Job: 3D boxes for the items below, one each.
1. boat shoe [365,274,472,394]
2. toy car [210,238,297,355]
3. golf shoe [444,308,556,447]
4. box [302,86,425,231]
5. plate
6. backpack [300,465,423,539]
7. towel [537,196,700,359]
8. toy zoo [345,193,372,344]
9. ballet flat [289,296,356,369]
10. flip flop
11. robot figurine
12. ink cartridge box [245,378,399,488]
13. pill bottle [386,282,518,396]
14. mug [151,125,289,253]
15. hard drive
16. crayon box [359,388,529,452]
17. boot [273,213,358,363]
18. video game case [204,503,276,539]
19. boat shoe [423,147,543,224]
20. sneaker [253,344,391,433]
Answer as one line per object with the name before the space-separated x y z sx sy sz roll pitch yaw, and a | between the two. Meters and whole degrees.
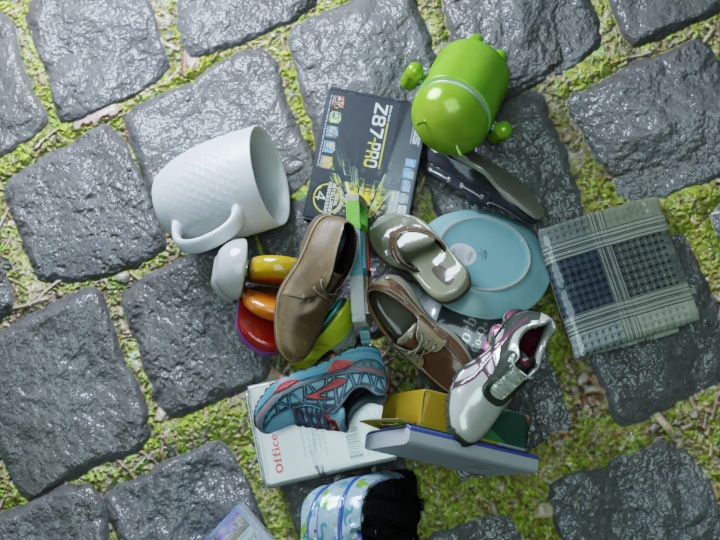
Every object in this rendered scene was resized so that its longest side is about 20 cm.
boat shoe | 0.075 0.093 1.460 0.200 0.072 0.076 46 112 13
toy car | -0.125 0.043 1.546 0.171 0.200 0.153 7 84 -11
golf shoe | 0.177 0.132 1.403 0.077 0.088 0.202 37 73 -15
box | 0.010 -0.157 1.628 0.158 0.049 0.204 12 85 6
plate | 0.172 -0.018 1.542 0.196 0.026 0.203 3 51 -4
backpack | 0.004 0.349 1.484 0.150 0.200 0.167 2 83 10
towel | 0.362 0.009 1.546 0.196 0.035 0.196 -15 78 -10
toy zoo | 0.000 0.000 1.529 0.020 0.131 0.205 -3 89 5
ballet flat | -0.043 0.097 1.542 0.067 0.200 0.067 38 56 -7
flip flop | 0.077 -0.026 1.507 0.081 0.058 0.200 -43 45 -1
robot figurine | 0.142 -0.247 1.556 0.174 0.116 0.202 32 51 -5
ink cartridge box | -0.052 0.218 1.568 0.196 0.085 0.149 -13 81 5
pill bottle | 0.143 0.094 1.540 0.196 0.116 0.118 18 85 10
mug | -0.211 -0.099 1.585 0.172 0.149 0.202 -14 38 16
hard drive | 0.121 0.243 1.471 0.197 0.132 0.026 16 72 -22
crayon box | 0.113 0.201 1.480 0.197 0.127 0.052 16 75 -23
boot | -0.057 0.025 1.434 0.073 0.075 0.204 20 86 -32
video game case | -0.179 0.472 1.572 0.200 0.045 0.181 -45 80 0
boat shoe | 0.177 -0.123 1.600 0.199 0.073 0.063 37 119 10
sneaker | -0.052 0.178 1.478 0.197 0.080 0.097 -27 57 3
